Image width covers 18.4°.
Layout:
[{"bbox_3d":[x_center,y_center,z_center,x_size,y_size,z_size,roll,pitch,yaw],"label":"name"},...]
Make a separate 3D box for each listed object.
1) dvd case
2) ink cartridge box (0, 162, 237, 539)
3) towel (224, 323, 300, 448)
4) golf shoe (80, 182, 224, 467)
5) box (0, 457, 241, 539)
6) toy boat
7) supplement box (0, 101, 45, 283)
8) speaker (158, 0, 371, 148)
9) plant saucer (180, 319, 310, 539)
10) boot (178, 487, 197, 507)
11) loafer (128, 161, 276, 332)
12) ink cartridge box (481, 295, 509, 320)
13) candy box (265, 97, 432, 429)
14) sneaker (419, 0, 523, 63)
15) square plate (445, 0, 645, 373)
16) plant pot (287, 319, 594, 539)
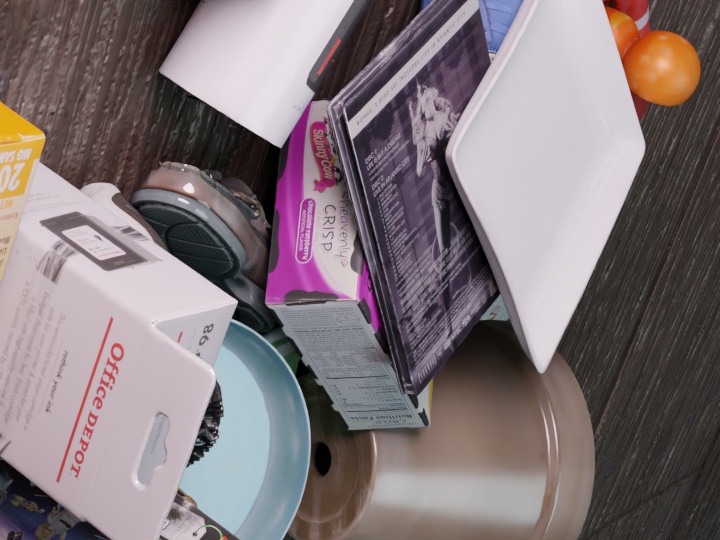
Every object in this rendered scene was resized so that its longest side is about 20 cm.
[{"bbox_3d":[0.044,-0.049,1.306,0.149,0.016,0.201,-48,136,-40],"label":"dvd case"},{"bbox_3d":[-0.138,0.039,1.090,0.067,0.200,0.116,-15,132,-54],"label":"ink cartridge box"},{"bbox_3d":[-0.079,0.122,1.432,0.153,0.023,0.201,-32,141,-70],"label":"towel"},{"bbox_3d":[-0.123,0.035,1.229,0.077,0.095,0.201,-12,139,-11],"label":"golf shoe"},{"bbox_3d":[-0.168,0.149,1.161,0.137,0.200,0.040,-42,148,-28],"label":"box"},{"bbox_3d":[0.168,-0.150,1.486,0.131,0.130,0.200,-45,151,-22],"label":"toy boat"},{"bbox_3d":[-0.237,0.015,1.036,0.126,0.073,0.201,-15,132,-53],"label":"supplement box"},{"bbox_3d":[-0.026,-0.168,1.191,0.201,0.081,0.081,-58,154,2],"label":"speaker"},{"bbox_3d":[-0.123,0.115,1.313,0.199,0.027,0.201,-10,112,-28],"label":"plant saucer"},{"bbox_3d":[-0.183,0.152,1.232,0.199,0.074,0.076,-1,112,-26],"label":"boot"},{"bbox_3d":[-0.085,-0.026,1.280,0.200,0.071,0.063,67,39,-67],"label":"loafer"},{"bbox_3d":[0.117,-0.031,1.644,0.162,0.050,0.200,-39,158,-33],"label":"ink cartridge box"},{"bbox_3d":[0.000,0.000,1.372,0.200,0.061,0.137,62,29,-62],"label":"candy box"},{"bbox_3d":[0.068,-0.112,1.378,0.077,0.075,0.201,-67,157,-55],"label":"sneaker"},{"bbox_3d":[0.112,-0.074,1.368,0.199,0.028,0.200,-61,144,-32],"label":"square plate"},{"bbox_3d":[0.032,0.131,1.532,0.173,0.200,0.201,4,117,-42],"label":"plant pot"}]
